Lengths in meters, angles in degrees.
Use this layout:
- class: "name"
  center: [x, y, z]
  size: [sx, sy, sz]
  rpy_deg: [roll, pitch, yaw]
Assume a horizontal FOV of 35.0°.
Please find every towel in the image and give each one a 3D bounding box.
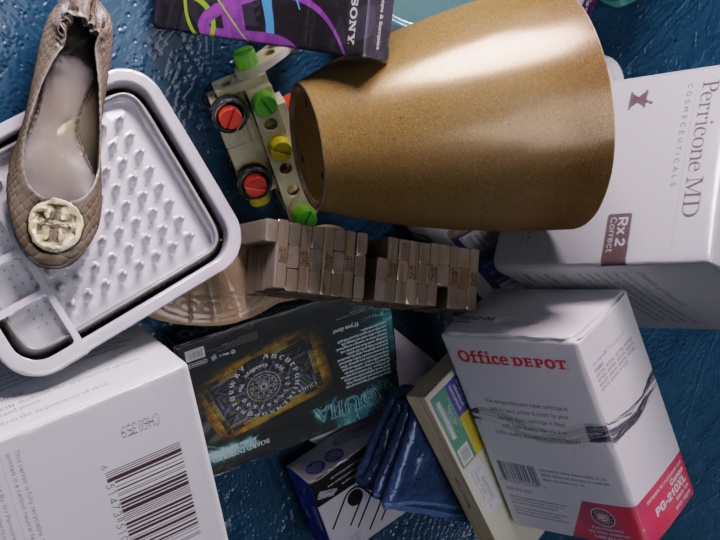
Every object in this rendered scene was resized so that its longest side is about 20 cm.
- class: "towel"
  center: [0.094, 0.175, 1.051]
  size: [0.199, 0.048, 0.112]
  rpy_deg: [21, 92, -38]

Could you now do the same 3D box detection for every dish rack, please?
- class: "dish rack"
  center: [-0.205, -0.036, 0.833]
  size: [0.199, 0.044, 0.172]
  rpy_deg: [-32, 92, -22]

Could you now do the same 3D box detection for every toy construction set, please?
- class: "toy construction set"
  center: [-0.050, -0.121, 0.909]
  size: [0.130, 0.092, 0.201]
  rpy_deg: [-22, 110, -6]

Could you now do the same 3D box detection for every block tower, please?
- class: "block tower"
  center: [0.000, 0.000, 0.921]
  size: [0.199, 0.054, 0.058]
  rpy_deg: [9, 81, -30]

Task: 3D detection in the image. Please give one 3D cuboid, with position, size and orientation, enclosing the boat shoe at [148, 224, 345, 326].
- class: "boat shoe"
  center: [-0.099, 0.004, 0.930]
  size: [0.199, 0.065, 0.072]
  rpy_deg: [-14, 90, -30]

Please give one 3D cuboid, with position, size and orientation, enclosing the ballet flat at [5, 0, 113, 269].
- class: "ballet flat"
  center: [-0.205, -0.102, 0.797]
  size: [0.067, 0.046, 0.201]
  rpy_deg: [10, 77, -17]

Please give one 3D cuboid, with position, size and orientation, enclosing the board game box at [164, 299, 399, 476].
- class: "board game box"
  center: [-0.061, 0.088, 0.984]
  size: [0.199, 0.028, 0.136]
  rpy_deg: [-17, 119, -22]

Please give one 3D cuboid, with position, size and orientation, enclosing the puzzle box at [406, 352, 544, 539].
- class: "puzzle box"
  center: [0.127, 0.151, 1.025]
  size: [0.133, 0.025, 0.201]
  rpy_deg: [-41, 115, -33]

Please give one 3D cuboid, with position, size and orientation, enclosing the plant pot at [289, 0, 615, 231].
- class: "plant pot"
  center: [0.055, -0.107, 0.840]
  size: [0.199, 0.186, 0.188]
  rpy_deg: [-10, 110, -16]

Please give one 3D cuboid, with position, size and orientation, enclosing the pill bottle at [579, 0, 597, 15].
- class: "pill bottle"
  center: [0.154, -0.254, 0.992]
  size: [0.112, 0.112, 0.201]
  rpy_deg: [30, 88, -36]

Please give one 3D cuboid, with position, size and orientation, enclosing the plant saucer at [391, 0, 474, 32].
- class: "plant saucer"
  center: [0.060, -0.268, 0.915]
  size: [0.199, 0.027, 0.202]
  rpy_deg: [0, 95, -3]

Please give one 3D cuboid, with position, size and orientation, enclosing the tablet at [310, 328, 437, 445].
- class: "tablet"
  center: [-0.003, 0.108, 1.058]
  size: [0.200, 0.014, 0.130]
  rpy_deg: [40, 81, -36]

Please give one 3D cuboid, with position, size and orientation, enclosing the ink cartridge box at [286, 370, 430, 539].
- class: "ink cartridge box"
  center: [0.034, 0.172, 1.066]
  size: [0.199, 0.044, 0.094]
  rpy_deg: [-31, 121, -24]

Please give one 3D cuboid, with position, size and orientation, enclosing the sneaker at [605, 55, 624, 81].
- class: "sneaker"
  center: [0.208, -0.104, 1.103]
  size: [0.082, 0.074, 0.201]
  rpy_deg: [-10, 98, -30]

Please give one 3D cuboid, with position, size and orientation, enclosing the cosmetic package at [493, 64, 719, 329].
- class: "cosmetic package"
  center: [0.247, -0.052, 0.946]
  size: [0.165, 0.199, 0.166]
  rpy_deg: [27, 70, -42]

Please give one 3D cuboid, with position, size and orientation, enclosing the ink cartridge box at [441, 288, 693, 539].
- class: "ink cartridge box"
  center: [0.172, 0.118, 0.951]
  size: [0.084, 0.144, 0.201]
  rpy_deg: [-37, 114, -36]

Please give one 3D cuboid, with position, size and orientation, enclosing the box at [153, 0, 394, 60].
- class: "box"
  center: [-0.060, -0.231, 0.805]
  size: [0.036, 0.199, 0.144]
  rpy_deg: [-12, 112, -56]

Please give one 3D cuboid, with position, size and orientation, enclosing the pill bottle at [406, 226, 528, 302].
- class: "pill bottle"
  center: [0.129, -0.024, 1.046]
  size: [0.111, 0.111, 0.200]
  rpy_deg: [-51, 125, -10]

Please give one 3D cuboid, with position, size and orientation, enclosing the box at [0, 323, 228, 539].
- class: "box"
  center: [-0.222, 0.168, 0.858]
  size: [0.199, 0.131, 0.200]
  rpy_deg: [-21, 115, -26]

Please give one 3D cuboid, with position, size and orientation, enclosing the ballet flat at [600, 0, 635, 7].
- class: "ballet flat"
  center: [0.260, -0.348, 1.073]
  size: [0.070, 0.067, 0.201]
  rpy_deg: [-7, 110, -57]
